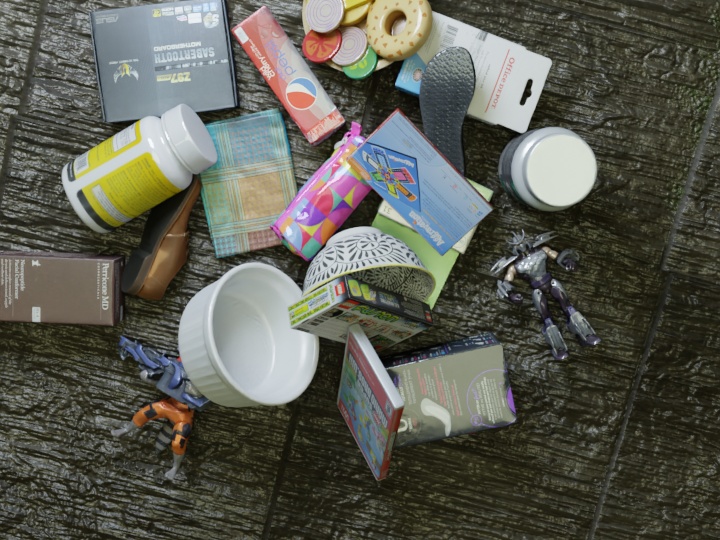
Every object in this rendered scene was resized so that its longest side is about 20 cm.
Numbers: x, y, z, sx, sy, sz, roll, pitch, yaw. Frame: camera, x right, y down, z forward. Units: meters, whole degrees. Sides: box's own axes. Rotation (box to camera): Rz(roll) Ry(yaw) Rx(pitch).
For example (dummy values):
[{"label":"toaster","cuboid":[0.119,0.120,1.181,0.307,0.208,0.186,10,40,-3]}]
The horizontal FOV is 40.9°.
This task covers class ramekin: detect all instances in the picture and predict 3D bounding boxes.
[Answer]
[{"label":"ramekin","cuboid":[-0.162,0.098,1.370,0.097,0.200,0.202,-19,98,41]}]

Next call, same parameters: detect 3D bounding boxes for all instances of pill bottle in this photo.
[{"label":"pill bottle","cuboid":[-0.311,-0.147,1.371,0.199,0.114,0.115,-27,96,11]},{"label":"pill bottle","cuboid":[0.259,-0.141,1.338,0.112,0.200,0.115,0,96,0]}]

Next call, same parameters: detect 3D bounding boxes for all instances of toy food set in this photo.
[{"label":"toy food set","cuboid":[0.000,-0.371,1.358,0.196,0.049,0.202,-17,82,22]}]

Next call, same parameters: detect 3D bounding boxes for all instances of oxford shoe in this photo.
[{"label":"oxford shoe","cuboid":[-0.280,-0.049,1.426,0.071,0.071,0.201,25,96,-35]}]

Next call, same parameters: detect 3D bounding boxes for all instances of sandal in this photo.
[{"label":"sandal","cuboid":[0.119,-0.216,1.351,0.075,0.043,0.202,8,118,8]}]

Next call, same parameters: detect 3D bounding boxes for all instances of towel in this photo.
[{"label":"towel","cuboid":[-0.167,-0.129,1.430,0.145,0.022,0.202,-11,96,2]}]

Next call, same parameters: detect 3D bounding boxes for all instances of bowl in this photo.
[{"label":"bowl","cuboid":[0.000,0.000,1.374,0.198,0.201,0.095,-14,64,2]}]

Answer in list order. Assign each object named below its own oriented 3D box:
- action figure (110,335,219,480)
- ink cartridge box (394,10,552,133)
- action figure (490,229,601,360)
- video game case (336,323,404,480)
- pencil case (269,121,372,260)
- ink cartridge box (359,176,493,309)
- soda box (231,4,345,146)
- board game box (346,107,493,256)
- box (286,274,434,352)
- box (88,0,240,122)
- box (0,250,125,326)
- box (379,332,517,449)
[{"label":"action figure","cuboid":[-0.288,0.182,1.447,0.199,0.105,0.194,34,89,24]},{"label":"ink cartridge box","cuboid":[0.160,-0.283,1.388,0.198,0.068,0.117,21,97,-2]},{"label":"action figure","cuboid":[0.275,0.028,1.425,0.129,0.069,0.201,-29,92,8]},{"label":"video game case","cuboid":[0.011,0.188,1.361,0.017,0.201,0.144,-17,55,-20]},{"label":"pencil case","cuboid":[-0.045,-0.112,1.393,0.088,0.088,0.201,38,88,-4]},{"label":"ink cartridge box","cuboid":[0.088,-0.057,1.426,0.144,0.048,0.202,25,94,-3]},{"label":"soda box","cuboid":[-0.101,-0.277,1.388,0.063,0.070,0.201,-34,95,3]},{"label":"board game box","cuboid":[0.084,-0.122,1.357,0.103,0.019,0.200,-42,109,14]},{"label":"box","cuboid":[0.003,0.064,1.357,0.109,0.199,0.035,-28,60,30]},{"label":"box","cuboid":[-0.281,-0.303,1.396,0.198,0.051,0.160,-6,97,0]},{"label":"box","cuboid":[-0.452,0.026,1.423,0.197,0.075,0.101,2,96,-2]},{"label":"box","cuboid":[0.118,0.176,1.420,0.198,0.106,0.124,-12,94,2]}]
